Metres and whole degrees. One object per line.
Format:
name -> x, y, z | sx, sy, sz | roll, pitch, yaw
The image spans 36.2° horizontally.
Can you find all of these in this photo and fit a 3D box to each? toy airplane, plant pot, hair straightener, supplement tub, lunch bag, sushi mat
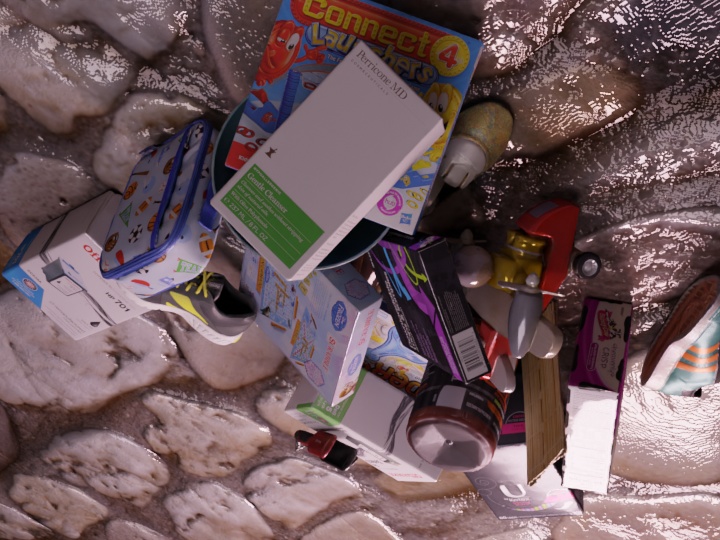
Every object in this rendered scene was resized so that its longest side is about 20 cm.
toy airplane -> 0.148, 0.027, 1.187 | 0.141, 0.200, 0.200 | 29, 143, -26
plant pot -> -0.051, -0.096, 1.178 | 0.199, 0.201, 0.135 | 21, 176, 2
hair straightener -> -0.045, 0.253, 1.511 | 0.077, 0.041, 0.200 | 35, 162, -13
supplement tub -> 0.127, 0.130, 1.303 | 0.106, 0.200, 0.107 | 12, 139, 11
lunch bag -> -0.211, -0.075, 1.249 | 0.075, 0.201, 0.160 | 33, 141, -33
sushi mat -> 0.212, 0.143, 1.283 | 0.012, 0.201, 0.096 | 13, 143, -14

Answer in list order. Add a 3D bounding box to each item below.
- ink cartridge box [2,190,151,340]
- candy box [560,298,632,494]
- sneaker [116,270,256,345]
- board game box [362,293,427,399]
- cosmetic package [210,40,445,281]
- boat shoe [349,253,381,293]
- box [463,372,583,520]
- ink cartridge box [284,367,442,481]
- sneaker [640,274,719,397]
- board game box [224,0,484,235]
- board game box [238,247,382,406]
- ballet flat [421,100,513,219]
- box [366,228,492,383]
ink cartridge box -> -0.357, -0.003, 1.471 | 0.200, 0.086, 0.146 | -19, 124, 40
candy box -> 0.280, 0.151, 1.306 | 0.061, 0.137, 0.200 | 9, 138, 14
sneaker -> -0.215, 0.018, 1.388 | 0.200, 0.075, 0.085 | 30, 141, -25
board game box -> 0.074, 0.116, 1.439 | 0.200, 0.035, 0.135 | 31, 138, -9
cosmetic package -> -0.027, -0.097, 1.009 | 0.108, 0.085, 0.200 | 43, 95, 5
boat shoe -> 0.000, 0.000, 1.325 | 0.070, 0.071, 0.200 | 21, 131, -8
box -> 0.204, 0.229, 1.413 | 0.122, 0.106, 0.200 | -11, 139, 24
ink cartridge box -> 0.015, 0.202, 1.486 | 0.200, 0.084, 0.145 | 33, 162, -11
sneaker -> 0.387, 0.078, 1.236 | 0.080, 0.072, 0.200 | 17, 144, 0
board game box -> -0.006, -0.160, 1.075 | 0.199, 0.197, 0.056 | 20, -176, 3
board game box -> -0.068, 0.036, 1.342 | 0.200, 0.041, 0.200 | 46, 146, 23
ballet flat -> 0.088, -0.104, 1.176 | 0.071, 0.071, 0.200 | 37, 137, -16
box -> 0.064, 0.028, 1.149 | 0.200, 0.036, 0.144 | -155, 43, -73
